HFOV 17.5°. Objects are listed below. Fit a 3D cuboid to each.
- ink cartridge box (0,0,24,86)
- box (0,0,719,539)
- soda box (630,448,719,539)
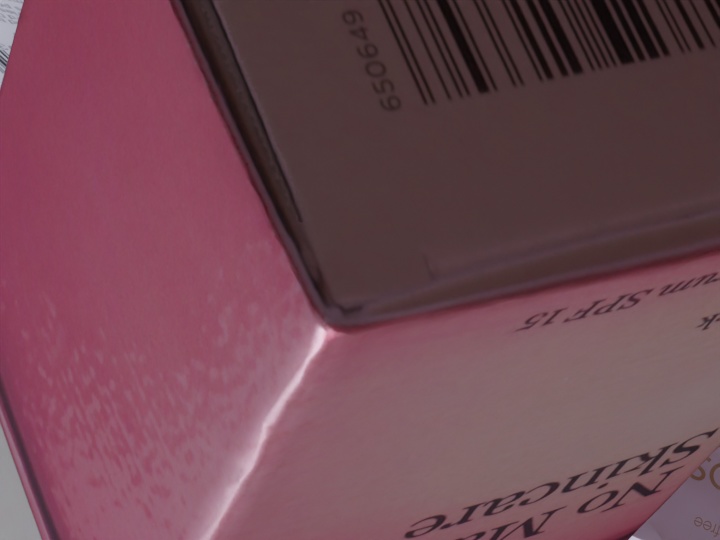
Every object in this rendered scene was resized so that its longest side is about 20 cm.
[{"bbox_3d":[-0.072,-0.078,0.553,0.146,0.084,0.200,15,168,19],"label":"ink cartridge box"},{"bbox_3d":[0.003,-0.001,0.453,0.128,0.109,0.200,-14,156,-24],"label":"box"},{"bbox_3d":[0.183,0.117,1.088,0.200,0.068,0.064,23,168,-16],"label":"soda box"}]
